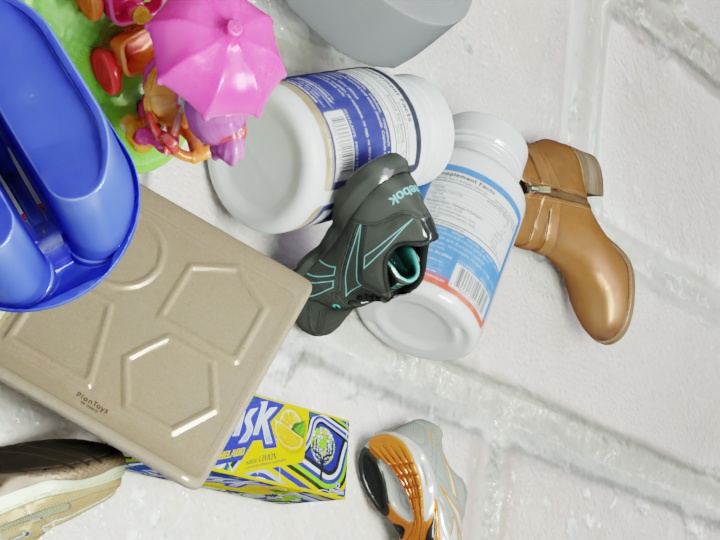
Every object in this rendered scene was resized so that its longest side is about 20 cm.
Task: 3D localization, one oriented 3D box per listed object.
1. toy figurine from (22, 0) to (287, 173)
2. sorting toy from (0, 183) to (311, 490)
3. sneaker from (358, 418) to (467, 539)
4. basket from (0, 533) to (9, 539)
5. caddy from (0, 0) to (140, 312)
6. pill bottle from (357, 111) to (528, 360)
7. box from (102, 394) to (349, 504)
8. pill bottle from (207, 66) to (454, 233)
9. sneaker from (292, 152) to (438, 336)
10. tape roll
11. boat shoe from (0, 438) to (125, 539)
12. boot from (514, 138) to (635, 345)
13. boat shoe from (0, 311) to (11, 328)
[{"bbox_3d":[-0.122,-0.131,1.159,0.149,0.184,0.202,-23,122,-25],"label":"toy figurine"},{"bbox_3d":[-0.151,0.036,1.190,0.184,0.037,0.201,29,52,0],"label":"sorting toy"},{"bbox_3d":[0.068,0.220,1.467,0.092,0.075,0.202,-28,108,-53],"label":"sneaker"},{"bbox_3d":[-0.287,0.197,0.948,0.201,0.135,0.123,-55,135,-12],"label":"basket"},{"bbox_3d":[-0.223,-0.072,1.072,0.140,0.105,0.201,-30,72,-10],"label":"caddy"},{"bbox_3d":[0.078,-0.034,1.482,0.112,0.111,0.201,48,50,-35],"label":"pill bottle"},{"bbox_3d":[-0.096,0.127,1.278,0.199,0.069,0.065,20,66,-48],"label":"box"},{"bbox_3d":[-0.018,-0.100,1.371,0.199,0.115,0.117,-15,96,-51],"label":"pill bottle"},{"bbox_3d":[0.000,0.000,1.329,0.075,0.201,0.079,-27,68,-35],"label":"sneaker"},{"bbox_3d":[0.000,-0.266,1.400,0.199,0.066,0.202,31,41,-32],"label":"tape roll"},{"bbox_3d":[-0.238,0.161,1.113,0.198,0.071,0.077,-9,104,-41],"label":"boat shoe"},{"bbox_3d":[0.184,-0.026,1.645,0.154,0.073,0.202,1,72,-52],"label":"boot"},{"bbox_3d":[-0.244,-0.011,1.118,0.201,0.073,0.063,-53,129,-32],"label":"boat shoe"}]
